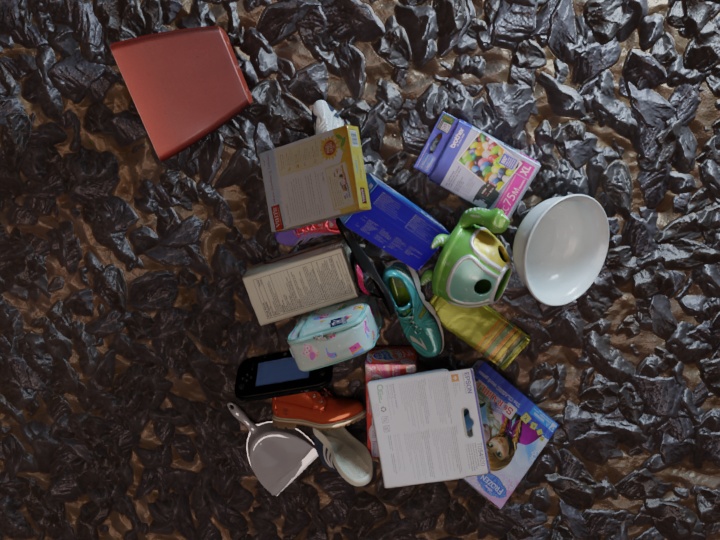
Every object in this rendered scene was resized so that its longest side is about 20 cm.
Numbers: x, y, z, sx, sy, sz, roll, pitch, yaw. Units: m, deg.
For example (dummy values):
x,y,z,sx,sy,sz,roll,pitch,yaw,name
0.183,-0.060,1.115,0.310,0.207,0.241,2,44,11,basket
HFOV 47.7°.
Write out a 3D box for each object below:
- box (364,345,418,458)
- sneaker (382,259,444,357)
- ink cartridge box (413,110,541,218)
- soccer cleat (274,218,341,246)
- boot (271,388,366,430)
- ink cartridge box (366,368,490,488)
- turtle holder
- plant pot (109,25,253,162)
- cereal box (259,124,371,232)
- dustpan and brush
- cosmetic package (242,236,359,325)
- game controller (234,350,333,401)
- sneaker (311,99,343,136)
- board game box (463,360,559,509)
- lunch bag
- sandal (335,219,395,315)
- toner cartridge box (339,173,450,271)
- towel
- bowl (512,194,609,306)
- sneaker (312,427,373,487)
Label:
x,y,z,sx,sy,sz,roll,pitch,yaw,name
0.063,0.253,1.577,0.099,0.096,0.202,-1,107,6,box
0.090,0.079,1.524,0.077,0.080,0.201,-24,99,21,sneaker
0.206,-0.186,1.458,0.199,0.042,0.120,29,108,-1,ink cartridge box
-0.069,-0.088,1.500,0.198,0.077,0.067,-14,103,10,soccer cleat
-0.085,0.254,1.605,0.198,0.075,0.108,-1,100,15,boot
0.124,0.285,1.487,0.198,0.041,0.202,-9,91,9,ink cartridge box
0.205,-0.021,1.450,0.131,0.141,0.187,28,94,23,turtle holder
-0.292,-0.321,1.408,0.175,0.200,0.201,-22,103,0,plant pot
-0.081,-0.154,1.403,0.199,0.039,0.145,-11,87,35,cereal box
-0.200,0.345,1.667,0.140,0.057,0.200,-44,104,6,dustpan and brush
-0.107,0.019,1.532,0.198,0.087,0.104,-15,106,10,cosmetic package
-0.148,0.199,1.586,0.198,0.105,0.042,-10,138,10,game controller
-0.084,-0.194,1.468,0.129,0.079,0.201,-18,93,25,sneaker
0.245,0.312,1.557,0.200,0.041,0.200,39,80,-6,board game box
-0.048,0.107,1.493,0.159,0.200,0.078,-15,103,13,lunch bag
0.000,0.000,1.464,0.045,0.075,0.201,-34,108,-6,sandal
0.061,-0.083,1.451,0.199,0.043,0.095,31,106,-37,toner cartridge box
0.221,0.104,1.554,0.199,0.018,0.086,35,107,-4,towel
0.336,-0.045,1.437,0.200,0.090,0.203,-12,113,-29,bowl
-0.033,0.371,1.589,0.074,0.200,0.085,-11,118,-21,sneaker
